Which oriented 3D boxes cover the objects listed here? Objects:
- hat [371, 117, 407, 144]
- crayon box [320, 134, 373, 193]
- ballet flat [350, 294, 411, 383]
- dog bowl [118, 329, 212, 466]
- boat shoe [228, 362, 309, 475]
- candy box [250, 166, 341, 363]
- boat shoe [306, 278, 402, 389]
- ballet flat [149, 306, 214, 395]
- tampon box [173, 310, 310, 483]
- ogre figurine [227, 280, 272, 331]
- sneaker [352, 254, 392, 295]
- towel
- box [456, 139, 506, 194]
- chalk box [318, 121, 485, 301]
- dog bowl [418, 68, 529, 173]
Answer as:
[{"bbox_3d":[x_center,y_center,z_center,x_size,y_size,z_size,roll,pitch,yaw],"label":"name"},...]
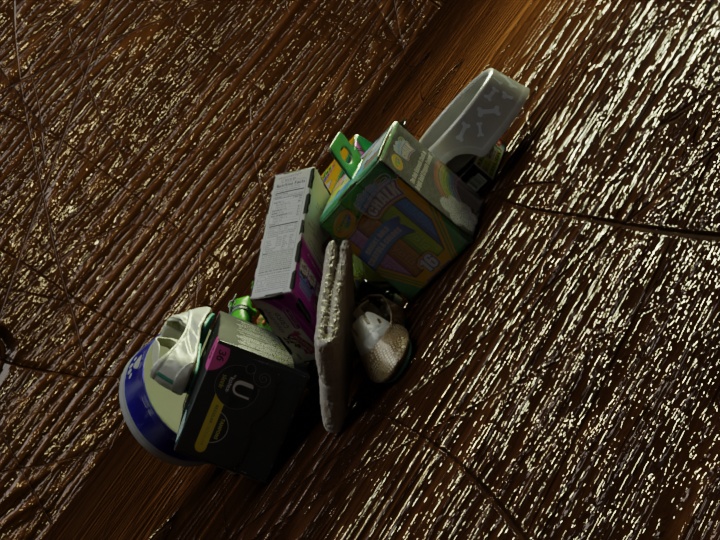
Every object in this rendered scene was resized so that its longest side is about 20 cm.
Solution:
[{"bbox_3d":[0.041,-0.113,1.883,0.201,0.081,0.201,-55,14,21],"label":"hat"},{"bbox_3d":[-0.043,-0.074,1.814,0.200,0.058,0.119,-49,20,32],"label":"crayon box"},{"bbox_3d":[0.016,0.073,1.518,0.071,0.065,0.200,-48,9,6],"label":"ballet flat"},{"bbox_3d":[-0.256,0.186,2.001,0.079,0.200,0.200,-39,14,43],"label":"dog bowl"},{"bbox_3d":[-0.145,0.186,1.867,0.200,0.068,0.075,-55,10,-28],"label":"boat shoe"},{"bbox_3d":[-0.068,-0.007,1.646,0.061,0.137,0.201,-9,48,22],"label":"candy box"},{"bbox_3d":[-0.029,0.080,1.721,0.199,0.066,0.075,-44,12,41],"label":"boat shoe"},{"bbox_3d":[-0.233,0.092,1.727,0.069,0.069,0.200,-47,14,20],"label":"ballet flat"},{"bbox_3d":[-0.151,0.157,1.706,0.200,0.126,0.151,-121,52,-81],"label":"tampon box"},{"bbox_3d":[-0.112,0.074,1.968,0.120,0.199,0.099,-71,-12,-46],"label":"ogre figurine"},{"bbox_3d":[0.000,0.000,1.806,0.076,0.076,0.200,-11,-16,-19],"label":"sneaker"},{"bbox_3d":[-0.029,0.070,1.526,0.200,0.034,0.133,-83,-10,-53],"label":"towel"},{"bbox_3d":[0.114,-0.095,1.818,0.200,0.035,0.110,-45,10,33],"label":"box"},{"bbox_3d":[0.035,-0.087,1.641,0.124,0.200,0.125,-46,10,29],"label":"chalk box"},{"bbox_3d":[0.136,-0.184,1.769,0.200,0.059,0.200,-48,8,9],"label":"dog bowl"}]
